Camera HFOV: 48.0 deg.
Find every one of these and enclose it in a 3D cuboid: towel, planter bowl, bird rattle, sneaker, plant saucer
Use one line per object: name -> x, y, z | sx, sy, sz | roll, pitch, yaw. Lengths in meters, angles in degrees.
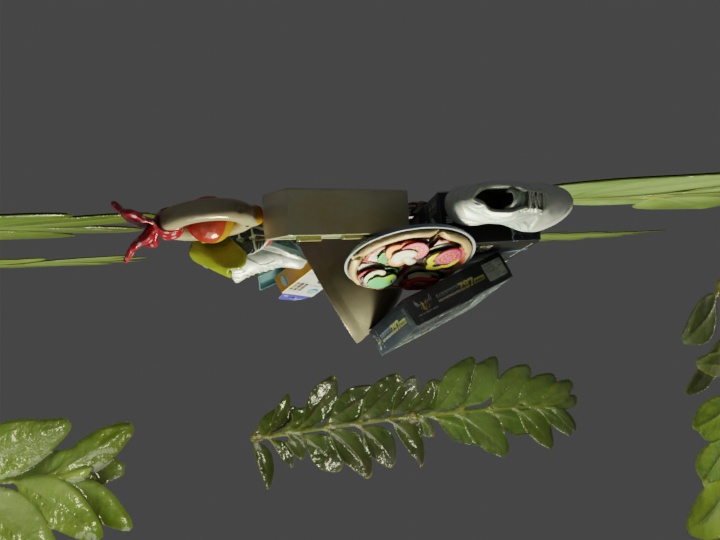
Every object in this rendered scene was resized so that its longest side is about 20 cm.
towel -> 0.109, -0.104, 1.432 | 0.199, 0.023, 0.143 | 0, 179, -43
planter bowl -> 0.000, 0.000, 1.356 | 0.134, 0.201, 0.200 | -31, 179, -1
bird rattle -> -0.226, -0.070, 1.099 | 0.162, 0.114, 0.199 | -19, 157, 35
sneaker -> 0.223, -0.093, 1.149 | 0.198, 0.071, 0.080 | -3, 176, -20
sneaker -> -0.199, -0.022, 1.487 | 0.198, 0.100, 0.078 | 13, -162, -8
plant saucer -> -0.109, -0.021, 1.559 | 0.198, 0.019, 0.070 | -26, 160, -14
sneaker -> -0.184, -0.070, 1.268 | 0.084, 0.078, 0.199 | -16, -167, -35

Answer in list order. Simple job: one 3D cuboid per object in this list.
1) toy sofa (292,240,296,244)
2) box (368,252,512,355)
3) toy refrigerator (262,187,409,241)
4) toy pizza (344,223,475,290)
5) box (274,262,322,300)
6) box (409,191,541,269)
toy sofa -> -0.179, -0.048, 1.670 | 0.096, 0.084, 0.200 | -4, 179, -5
box -> 0.126, 0.054, 1.291 | 0.199, 0.051, 0.158 | -24, 167, -26
toy refrigerator -> -0.032, -0.076, 1.138 | 0.198, 0.071, 0.076 | -2, 179, -34
toy pizza -> 0.075, -0.010, 1.196 | 0.198, 0.032, 0.201 | -8, 156, -3
box -> -0.074, -0.009, 1.557 | 0.199, 0.042, 0.119 | -34, 161, 20
box -> 0.175, -0.061, 1.314 | 0.162, 0.087, 0.200 | -3, 169, -14
